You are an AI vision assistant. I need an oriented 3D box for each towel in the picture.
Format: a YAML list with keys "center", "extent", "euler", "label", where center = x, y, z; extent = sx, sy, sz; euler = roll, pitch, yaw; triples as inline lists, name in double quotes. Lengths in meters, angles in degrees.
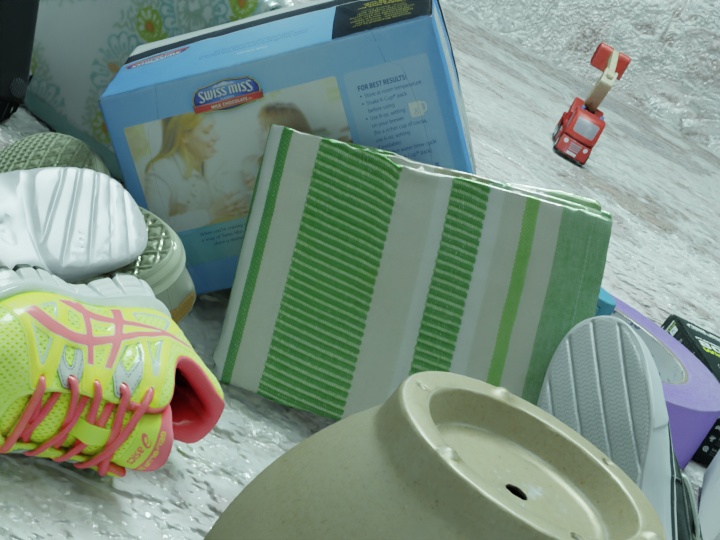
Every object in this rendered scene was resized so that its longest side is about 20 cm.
- center: [0.029, 0.014, 0.825]
  extent: [0.198, 0.154, 0.023]
  euler: [14, -4, -4]
  label: "towel"
- center: [-0.146, -0.152, 1.021]
  extent: [0.199, 0.172, 0.048]
  euler: [36, 24, 19]
  label: "towel"

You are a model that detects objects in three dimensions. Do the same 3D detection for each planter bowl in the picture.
- center: [0.036, 0.126, 0.594]
  extent: [0.199, 0.135, 0.200]
  euler: [27, 17, -9]
  label: "planter bowl"

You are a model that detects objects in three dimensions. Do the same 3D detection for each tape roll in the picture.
- center: [0.161, 0.067, 1.084]
  extent: [0.199, 0.066, 0.200]
  euler: [27, 18, -10]
  label: "tape roll"

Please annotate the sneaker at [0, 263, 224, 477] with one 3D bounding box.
- center: [-0.122, 0.052, 0.649]
  extent: [0.090, 0.078, 0.200]
  euler: [42, 22, 16]
  label: "sneaker"

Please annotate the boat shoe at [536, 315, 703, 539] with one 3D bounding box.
- center: [0.138, 0.125, 0.780]
  extent: [0.071, 0.072, 0.202]
  euler: [28, 53, -50]
  label: "boat shoe"

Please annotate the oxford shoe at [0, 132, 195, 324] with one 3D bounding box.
- center: [-0.155, -0.020, 0.840]
  extent: [0.200, 0.075, 0.058]
  euler: [35, -25, 44]
  label: "oxford shoe"

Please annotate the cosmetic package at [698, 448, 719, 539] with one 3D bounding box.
- center: [0.329, 0.171, 0.962]
  extent: [0.199, 0.123, 0.200]
  euler: [32, 16, 8]
  label: "cosmetic package"

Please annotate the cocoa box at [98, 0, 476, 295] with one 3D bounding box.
- center: [-0.036, -0.082, 0.903]
  extent: [0.198, 0.134, 0.131]
  euler: [-13, 21, 7]
  label: "cocoa box"

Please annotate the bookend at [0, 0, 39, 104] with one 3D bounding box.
- center: [-0.302, -0.150, 0.767]
  extent: [0.198, 0.093, 0.199]
  euler: [6, -3, 38]
  label: "bookend"

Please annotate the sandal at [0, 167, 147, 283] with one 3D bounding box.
- center: [-0.192, -0.003, 0.710]
  extent: [0.206, 0.059, 0.080]
  euler: [-6, 62, -46]
  label: "sandal"

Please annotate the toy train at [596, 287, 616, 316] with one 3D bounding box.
- center: [0.117, 0.080, 0.887]
  extent: [0.084, 0.116, 0.200]
  euler: [26, 17, -10]
  label: "toy train"

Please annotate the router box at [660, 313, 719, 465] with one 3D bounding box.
- center: [0.332, 0.125, 1.202]
  extent: [0.199, 0.062, 0.150]
  euler: [26, 16, -13]
  label: "router box"

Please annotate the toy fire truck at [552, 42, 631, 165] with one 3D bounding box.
- center: [0.316, -0.229, 2.044]
  extent: [0.049, 0.142, 0.200]
  euler: [29, 17, -1]
  label: "toy fire truck"

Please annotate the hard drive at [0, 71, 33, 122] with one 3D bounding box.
- center: [-0.296, -0.127, 0.934]
  extent: [0.139, 0.038, 0.200]
  euler: [29, 18, -3]
  label: "hard drive"
